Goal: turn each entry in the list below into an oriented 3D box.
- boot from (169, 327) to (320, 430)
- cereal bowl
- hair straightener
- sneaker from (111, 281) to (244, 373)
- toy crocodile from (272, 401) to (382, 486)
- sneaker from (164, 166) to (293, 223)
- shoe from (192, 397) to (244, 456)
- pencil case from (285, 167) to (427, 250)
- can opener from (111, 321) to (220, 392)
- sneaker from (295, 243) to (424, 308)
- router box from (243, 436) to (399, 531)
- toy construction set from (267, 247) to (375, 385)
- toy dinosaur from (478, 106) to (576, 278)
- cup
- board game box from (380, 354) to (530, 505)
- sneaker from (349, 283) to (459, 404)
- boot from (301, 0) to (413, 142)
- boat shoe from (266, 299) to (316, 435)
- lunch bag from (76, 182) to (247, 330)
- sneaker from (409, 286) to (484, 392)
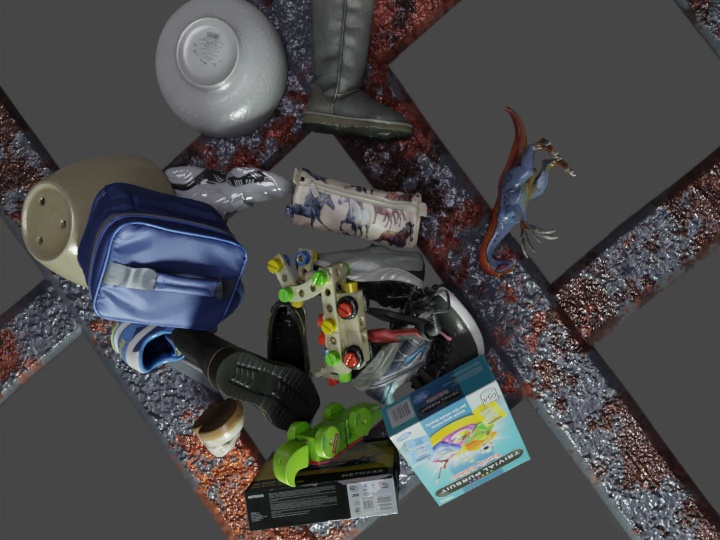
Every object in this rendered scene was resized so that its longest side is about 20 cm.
[{"bbox_3d":[-0.151,0.135,0.803,0.136,0.200,0.079,20,70,43],"label":"boot"},{"bbox_3d":[-0.207,-0.298,0.858,0.193,0.083,0.208,0,92,6],"label":"cereal bowl"},{"bbox_3d":[0.056,0.051,0.766,0.040,0.199,0.079,24,73,-18],"label":"hair straightener"},{"bbox_3d":[-0.243,0.078,0.841,0.197,0.082,0.076,-31,130,-22],"label":"sneaker"},{"bbox_3d":[-0.038,0.223,0.804,0.066,0.198,0.064,-3,96,35],"label":"toy crocodile"},{"bbox_3d":[-0.192,-0.087,0.868,0.193,0.075,0.119,3,93,10],"label":"sneaker"},{"bbox_3d":[-0.187,0.216,0.823,0.054,0.199,0.070,48,66,-6],"label":"shoe"},{"bbox_3d":[-0.004,-0.086,0.840,0.193,0.090,0.080,12,75,5],"label":"pencil case"},{"bbox_3d":[-0.284,0.128,0.900,0.196,0.054,0.068,29,126,4],"label":"can opener"},{"bbox_3d":[0.000,0.000,0.860,0.194,0.075,0.081,7,53,14],"label":"sneaker"},{"bbox_3d":[-0.043,0.286,0.820,0.193,0.157,0.054,-9,91,5],"label":"router box"},{"bbox_3d":[-0.046,0.071,0.798,0.128,0.092,0.206,-2,113,29],"label":"toy construction set"},{"bbox_3d":[0.218,-0.090,0.847,0.182,0.104,0.202,-46,50,18],"label":"toy dinosaur"},{"bbox_3d":[-0.370,-0.064,0.820,0.194,0.142,0.208,1,92,25],"label":"cup"},{"bbox_3d":[0.132,0.220,0.797,0.148,0.047,0.202,-28,129,4],"label":"board game box"},{"bbox_3d":[0.074,0.106,0.857,0.086,0.078,0.200,43,97,-15],"label":"sneaker"},{"bbox_3d":[0.002,-0.297,0.853,0.176,0.073,0.207,10,86,3],"label":"boot"},{"bbox_3d":[-0.105,0.145,0.869,0.069,0.061,0.209,-4,91,5],"label":"boat shoe"},{"bbox_3d":[-0.238,-0.007,0.748,0.132,0.196,0.139,46,118,45],"label":"lunch bag"},{"bbox_3d":[0.108,0.120,0.792,0.098,0.071,0.204,-32,130,-15],"label":"sneaker"}]
